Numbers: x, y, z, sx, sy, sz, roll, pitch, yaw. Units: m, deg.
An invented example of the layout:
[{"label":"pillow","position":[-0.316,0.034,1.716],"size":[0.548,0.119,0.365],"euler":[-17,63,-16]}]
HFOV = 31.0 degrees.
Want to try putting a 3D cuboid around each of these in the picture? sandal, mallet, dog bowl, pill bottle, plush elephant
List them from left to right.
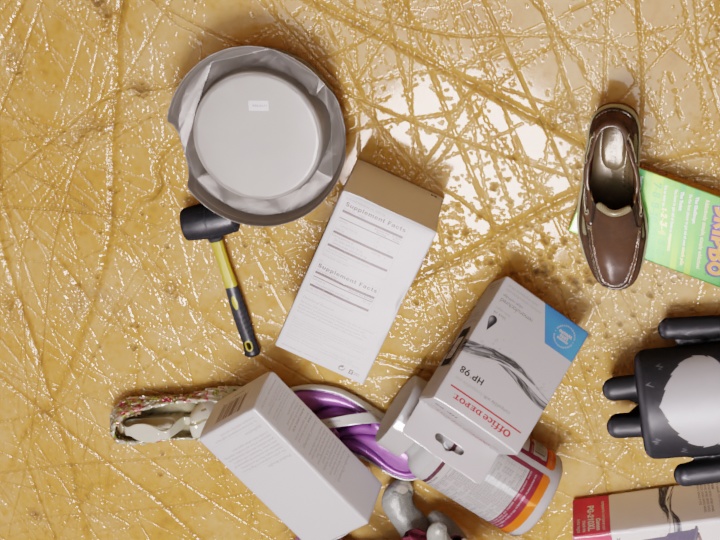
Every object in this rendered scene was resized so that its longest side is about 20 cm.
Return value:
[{"label":"mallet","position":[-0.143,0.009,1.502],"size":[0.066,0.041,0.201],"euler":[-17,113,13]},{"label":"dog bowl","position":[-0.108,-0.151,1.413],"size":[0.199,0.059,0.201],"euler":[3,113,7]},{"label":"sandal","position":[-0.009,0.194,1.546],"size":[0.202,0.050,0.083],"euler":[21,114,0]},{"label":"plush elephant","position":[0.094,0.346,1.493],"size":[0.200,0.165,0.155],"euler":[49,142,-3]},{"label":"pill bottle","position":[0.124,0.211,1.498],"size":[0.200,0.110,0.110],"euler":[32,114,-5]}]

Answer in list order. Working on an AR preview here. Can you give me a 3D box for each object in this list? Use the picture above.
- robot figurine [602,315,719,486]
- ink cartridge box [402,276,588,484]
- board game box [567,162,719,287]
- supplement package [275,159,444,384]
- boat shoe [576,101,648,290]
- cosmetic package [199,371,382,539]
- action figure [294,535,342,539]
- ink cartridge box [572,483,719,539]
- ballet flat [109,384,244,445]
[{"label":"robot figurine","position":[0.368,0.141,1.419],"size":[0.199,0.125,0.151],"euler":[-6,124,12]},{"label":"ink cartridge box","position":[0.147,0.123,1.424],"size":[0.116,0.067,0.200],"euler":[34,77,-6]},{"label":"board game box","position":[0.333,-0.052,1.393],"size":[0.199,0.030,0.096],"euler":[22,115,7]},{"label":"supplement package","position":[0.000,0.000,1.429],"size":[0.109,0.114,0.201],"euler":[24,113,-2]},{"label":"boat shoe","position":[0.258,-0.068,1.350],"size":[0.074,0.075,0.203],"euler":[-3,110,15]},{"label":"cosmetic package","position":[-0.079,0.222,1.512],"size":[0.102,0.074,0.200],"euler":[-30,112,34]},{"label":"action figure","position":[0.003,0.371,1.610],"size":[0.199,0.134,0.150],"euler":[-3,74,2]},{"label":"ink cartridge box","position":[0.360,0.337,1.525],"size":[0.199,0.084,0.145],"euler":[-10,111,13]},{"label":"ballet flat","position":[-0.212,0.184,1.568],"size":[0.199,0.064,0.076],"euler":[-9,110,12]}]
